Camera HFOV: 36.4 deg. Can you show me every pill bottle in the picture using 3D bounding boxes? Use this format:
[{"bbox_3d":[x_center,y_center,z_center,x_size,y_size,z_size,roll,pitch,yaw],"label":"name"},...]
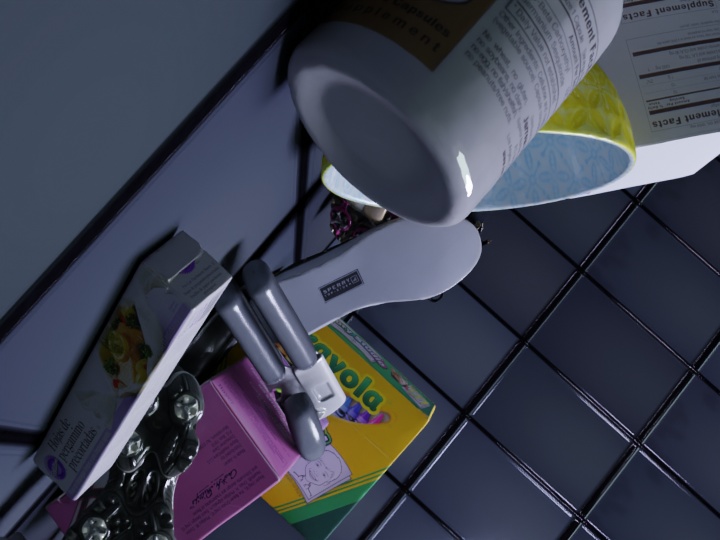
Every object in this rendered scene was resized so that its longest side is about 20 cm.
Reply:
[{"bbox_3d":[0.065,-0.130,0.548,0.200,0.114,0.114,-49,177,-19],"label":"pill bottle"}]

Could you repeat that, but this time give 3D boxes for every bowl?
[{"bbox_3d":[0.072,-0.112,0.698,0.200,0.196,0.110,110,-21,-80],"label":"bowl"}]

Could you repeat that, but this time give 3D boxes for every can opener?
[{"bbox_3d":[-0.055,0.071,0.835,0.052,0.067,0.201,-24,137,-1],"label":"can opener"}]

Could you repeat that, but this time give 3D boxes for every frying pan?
[{"bbox_3d":[-0.132,0.068,0.882,0.115,0.031,0.190,-52,179,15],"label":"frying pan"}]

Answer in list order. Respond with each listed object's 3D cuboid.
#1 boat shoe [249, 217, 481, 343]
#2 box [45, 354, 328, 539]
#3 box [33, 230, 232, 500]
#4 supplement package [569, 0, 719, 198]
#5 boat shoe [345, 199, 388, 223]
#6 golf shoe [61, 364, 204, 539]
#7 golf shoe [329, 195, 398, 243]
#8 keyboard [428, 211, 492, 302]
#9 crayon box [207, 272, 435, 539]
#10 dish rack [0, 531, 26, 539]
[{"bbox_3d":[0.000,0.000,0.891,0.197,0.070,0.057,-20,-167,-5],"label":"boat shoe"},{"bbox_3d":[-0.138,0.163,0.936,0.175,0.097,0.200,-37,179,10],"label":"box"},{"bbox_3d":[-0.135,0.060,0.630,0.041,0.039,0.201,-43,172,-50],"label":"box"},{"bbox_3d":[0.190,-0.171,0.797,0.108,0.203,0.114,-11,169,-9],"label":"supplement package"},{"bbox_3d":[0.056,-0.128,0.856,0.201,0.065,0.072,-50,176,8],"label":"boat shoe"},{"bbox_3d":[-0.160,0.160,0.760,0.203,0.076,0.088,-69,-165,-3],"label":"golf shoe"},{"bbox_3d":[0.045,-0.098,0.975,0.201,0.072,0.092,-52,177,29],"label":"golf shoe"},{"bbox_3d":[0.075,-0.053,0.939,0.201,0.039,0.105,-53,-140,45],"label":"keyboard"},{"bbox_3d":[-0.057,0.131,1.053,0.173,0.199,0.058,-50,176,15],"label":"crayon box"},{"bbox_3d":[-0.291,0.257,0.718,0.200,0.043,0.172,-48,177,-35],"label":"dish rack"}]
